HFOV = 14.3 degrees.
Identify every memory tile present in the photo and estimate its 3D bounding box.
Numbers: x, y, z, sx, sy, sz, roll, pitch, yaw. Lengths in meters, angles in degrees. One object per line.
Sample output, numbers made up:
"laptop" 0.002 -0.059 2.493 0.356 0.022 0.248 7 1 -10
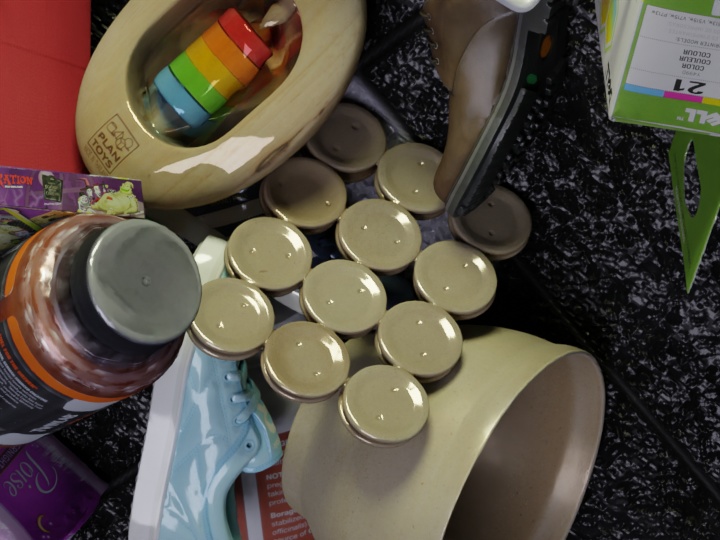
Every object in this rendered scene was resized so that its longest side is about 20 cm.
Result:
"memory tile" 0.000 0.000 1.653 0.153 0.200 0.017 28 146 5

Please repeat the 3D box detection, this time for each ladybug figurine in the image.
"ladybug figurine" -0.078 -0.113 1.665 0.200 0.072 0.136 -38 74 9

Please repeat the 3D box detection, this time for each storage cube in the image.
"storage cube" -0.272 -0.117 1.677 0.200 0.180 0.171 -9 78 30

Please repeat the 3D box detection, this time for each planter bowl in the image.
"planter bowl" 0.039 0.114 1.713 0.135 0.200 0.201 25 127 25

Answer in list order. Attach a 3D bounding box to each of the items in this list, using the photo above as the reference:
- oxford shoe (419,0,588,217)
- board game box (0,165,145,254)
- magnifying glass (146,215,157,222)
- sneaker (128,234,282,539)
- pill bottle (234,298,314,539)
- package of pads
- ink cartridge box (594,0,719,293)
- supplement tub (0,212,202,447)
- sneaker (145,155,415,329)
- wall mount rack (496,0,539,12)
"oxford shoe" 0.072 -0.124 1.629 0.084 0.073 0.200 27 119 19
"board game box" -0.227 -0.019 1.665 0.200 0.120 0.032 -22 73 50
"magnifying glass" -0.170 -0.048 1.746 0.200 0.079 0.022 55 139 27
"sneaker" -0.081 0.078 1.692 0.082 0.074 0.200 12 111 0
"pill bottle" -0.064 0.104 1.795 0.112 0.112 0.200 7 121 21
"package of pads" -0.275 0.123 1.900 0.200 0.121 0.076 43 127 -4
"ink cartridge box" 0.162 -0.112 1.529 0.076 0.148 0.200 9 124 -6
"supplement tub" -0.167 0.031 1.618 0.107 0.107 0.200 51 146 -10
"sneaker" -0.046 -0.040 1.729 0.200 0.075 0.085 29 114 -1
"wall mount rack" 0.087 -0.230 1.501 0.074 0.200 0.174 29 94 -31
